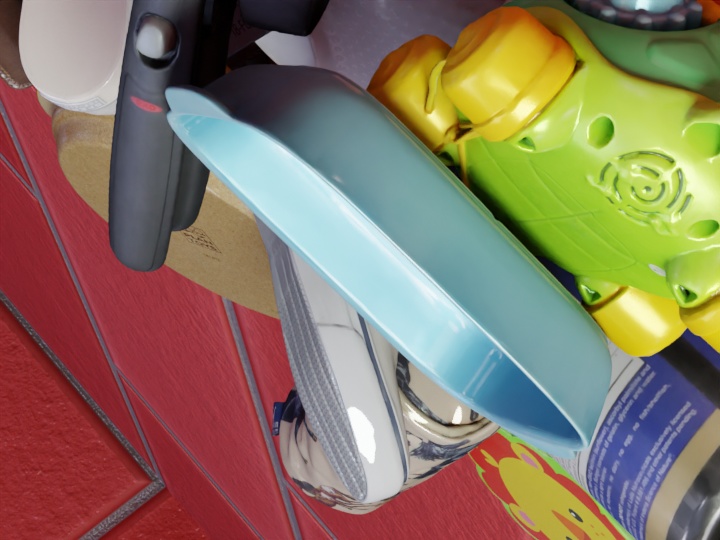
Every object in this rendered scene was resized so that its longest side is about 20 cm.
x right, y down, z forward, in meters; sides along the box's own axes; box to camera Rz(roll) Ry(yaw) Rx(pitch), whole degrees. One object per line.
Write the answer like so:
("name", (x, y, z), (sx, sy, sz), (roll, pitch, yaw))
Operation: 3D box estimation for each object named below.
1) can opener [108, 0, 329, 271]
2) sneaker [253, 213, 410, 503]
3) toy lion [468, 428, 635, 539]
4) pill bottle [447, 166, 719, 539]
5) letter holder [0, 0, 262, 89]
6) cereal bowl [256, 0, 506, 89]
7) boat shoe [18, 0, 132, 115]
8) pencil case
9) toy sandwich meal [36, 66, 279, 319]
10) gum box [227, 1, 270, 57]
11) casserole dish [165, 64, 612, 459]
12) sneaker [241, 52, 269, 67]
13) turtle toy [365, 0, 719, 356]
("can opener", (-0.065, -0.075, 0.836), (0.079, 0.063, 0.200), (33, 132, 13))
("sneaker", (0.000, 0.000, 1.010), (0.073, 0.071, 0.200), (143, 114, -73))
("toy lion", (0.130, 0.123, 1.123), (0.192, 0.069, 0.200), (42, 164, 12))
("pill bottle", (0.104, 0.024, 0.903), (0.200, 0.112, 0.112), (45, 165, 31))
("letter holder", (-0.143, -0.175, 1.155), (0.101, 0.142, 0.200), (40, 162, 42))
("cereal bowl", (-0.015, -0.139, 0.946), (0.200, 0.083, 0.200), (50, 167, 16))
("boat shoe", (-0.101, -0.167, 1.024), (0.072, 0.200, 0.069), (3, 175, 16))
("pencil case", (0.016, 0.060, 1.130), (0.089, 0.078, 0.200), (68, 158, 9))
("toy sandwich meal", (-0.069, -0.049, 1.135), (0.205, 0.070, 0.205), (27, 163, 9))
("gum box", (-0.055, -0.190, 0.829), (0.170, 0.045, 0.200), (-25, 101, 42))
("casserole dish", (0.015, -0.009, 0.805), (0.200, 0.039, 0.121), (43, 168, -22))
("sneaker", (-0.131, -0.141, 1.314), (0.200, 0.090, 0.070), (43, 164, 36))
("turtle toy", (0.085, -0.050, 0.787), (0.146, 0.101, 0.200), (42, 168, -14))
